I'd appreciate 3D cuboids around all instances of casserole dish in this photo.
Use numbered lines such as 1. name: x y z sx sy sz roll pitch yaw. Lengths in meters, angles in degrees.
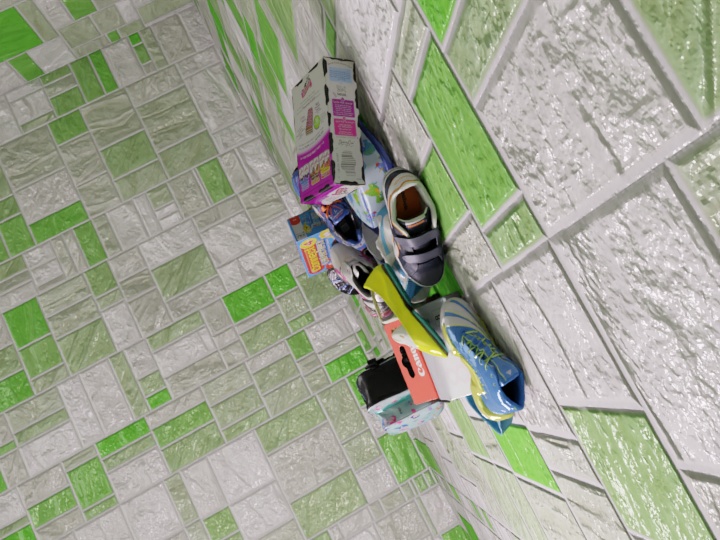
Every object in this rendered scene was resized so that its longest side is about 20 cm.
1. casserole dish: 0.220 0.217 1.150 0.123 0.038 0.200 66 172 -14

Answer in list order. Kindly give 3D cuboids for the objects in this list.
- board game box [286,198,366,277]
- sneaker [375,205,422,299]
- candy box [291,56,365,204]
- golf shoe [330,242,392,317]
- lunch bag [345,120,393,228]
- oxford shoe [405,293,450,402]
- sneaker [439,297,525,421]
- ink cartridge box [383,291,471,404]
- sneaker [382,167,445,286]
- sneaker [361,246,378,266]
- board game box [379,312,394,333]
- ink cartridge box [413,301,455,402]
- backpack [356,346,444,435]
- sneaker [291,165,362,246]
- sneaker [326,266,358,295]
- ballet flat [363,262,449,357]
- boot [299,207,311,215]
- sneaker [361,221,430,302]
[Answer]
1. board game box: -0.046 -0.081 1.359 0.201 0.193 0.057 80 165 -68
2. sneaker: 0.074 -0.029 1.115 0.080 0.076 0.202 32 146 34
3. candy box: -0.055 -0.221 1.032 0.136 0.060 0.204 -15 79 60
4. golf shoe: 0.000 0.000 1.270 0.200 0.072 0.093 48 166 35
5. lunch bag: -0.002 -0.188 1.131 0.201 0.081 0.162 57 171 43
6. oxford shoe: 0.128 0.143 1.188 0.073 0.083 0.204 108 163 -79
7. sneaker: 0.195 0.128 0.959 0.203 0.075 0.105 64 155 2
8. ink cartridge box: 0.120 0.146 1.099 0.199 0.057 0.165 -28 81 41
9. sneaker: 0.085 -0.056 0.984 0.080 0.077 0.203 -122 9 -69
10. sneaker: 0.060 -0.019 1.393 0.088 0.075 0.200 52 178 13
11. board game box: 0.066 0.101 1.387 0.153 0.046 0.201 63 -179 29
12. ink cartridge box: 0.154 0.151 1.367 0.199 0.043 0.202 55 168 51
13. backpack: 0.091 0.253 1.328 0.200 0.175 0.153 70 176 -73
14. sneaker: -0.053 -0.123 1.195 0.200 0.075 0.078 47 178 -29
15. sneaker: 0.000 0.010 1.512 0.197 0.076 0.078 14 -142 -35
16. ballet flat: 0.070 0.078 1.050 0.201 0.067 0.067 55 -172 26
17. boot: -0.070 -0.146 1.457 0.075 0.153 0.200 63 177 -10
18. sneaker: 0.065 -0.014 1.276 0.202 0.080 0.115 60 170 11
